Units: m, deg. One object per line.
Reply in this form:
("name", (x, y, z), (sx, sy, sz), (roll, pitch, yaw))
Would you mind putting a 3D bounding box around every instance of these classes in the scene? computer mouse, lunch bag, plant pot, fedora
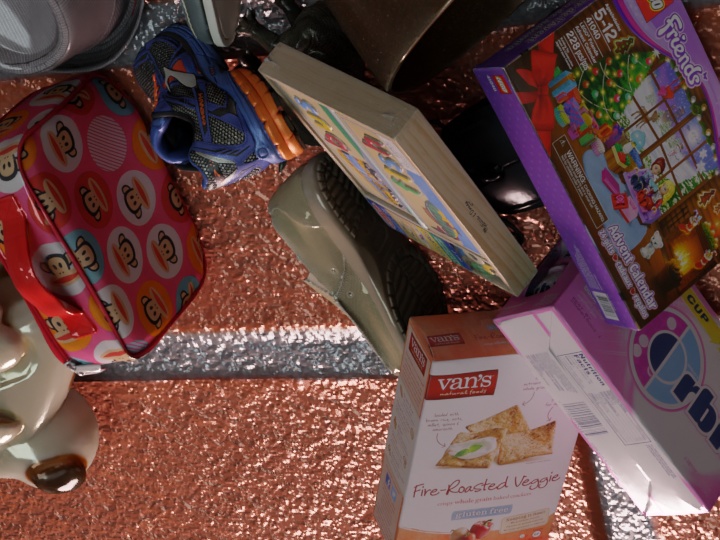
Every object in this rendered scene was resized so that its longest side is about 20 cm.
("computer mouse", (0.116, -0.079, 1.048), (0.139, 0.053, 0.200), (46, 125, -10))
("lunch bag", (-0.205, -0.029, 1.126), (0.082, 0.176, 0.200), (-13, 115, 27))
("plant pot", (0.020, -0.241, 0.918), (0.200, 0.187, 0.187), (48, 126, 5))
("fedora", (-0.247, -0.219, 1.073), (0.177, 0.090, 0.200), (-8, 118, 25))

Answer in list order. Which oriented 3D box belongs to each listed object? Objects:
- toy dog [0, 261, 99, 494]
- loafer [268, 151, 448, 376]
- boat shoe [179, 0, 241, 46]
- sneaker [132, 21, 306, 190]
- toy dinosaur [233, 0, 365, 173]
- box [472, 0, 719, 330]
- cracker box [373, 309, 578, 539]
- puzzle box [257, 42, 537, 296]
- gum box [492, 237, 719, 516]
("toy dog", (-0.281, 0.090, 1.277), (0.194, 0.140, 0.200), (-14, 120, -13))
("loafer", (0.000, 0.000, 1.133), (0.068, 0.076, 0.200), (-12, 119, 38))
("boat shoe", (-0.127, -0.243, 1.004), (0.062, 0.073, 0.200), (-6, 113, 17))
("sneaker", (-0.118, -0.113, 1.051), (0.200, 0.078, 0.075), (36, 158, 55))
("toy dinosaur", (-0.032, -0.134, 1.056), (0.102, 0.077, 0.200), (31, 124, 17))
("box", (0.174, -0.082, 0.977), (0.200, 0.137, 0.039), (59, 160, -20))
("cracker box", (0.092, 0.123, 1.146), (0.134, 0.058, 0.200), (-4, 126, -18))
("puzzle box", (0.027, -0.064, 0.998), (0.133, 0.025, 0.200), (31, 169, 40))
("gum box", (0.191, 0.060, 1.060), (0.200, 0.114, 0.066), (51, 147, -15))
